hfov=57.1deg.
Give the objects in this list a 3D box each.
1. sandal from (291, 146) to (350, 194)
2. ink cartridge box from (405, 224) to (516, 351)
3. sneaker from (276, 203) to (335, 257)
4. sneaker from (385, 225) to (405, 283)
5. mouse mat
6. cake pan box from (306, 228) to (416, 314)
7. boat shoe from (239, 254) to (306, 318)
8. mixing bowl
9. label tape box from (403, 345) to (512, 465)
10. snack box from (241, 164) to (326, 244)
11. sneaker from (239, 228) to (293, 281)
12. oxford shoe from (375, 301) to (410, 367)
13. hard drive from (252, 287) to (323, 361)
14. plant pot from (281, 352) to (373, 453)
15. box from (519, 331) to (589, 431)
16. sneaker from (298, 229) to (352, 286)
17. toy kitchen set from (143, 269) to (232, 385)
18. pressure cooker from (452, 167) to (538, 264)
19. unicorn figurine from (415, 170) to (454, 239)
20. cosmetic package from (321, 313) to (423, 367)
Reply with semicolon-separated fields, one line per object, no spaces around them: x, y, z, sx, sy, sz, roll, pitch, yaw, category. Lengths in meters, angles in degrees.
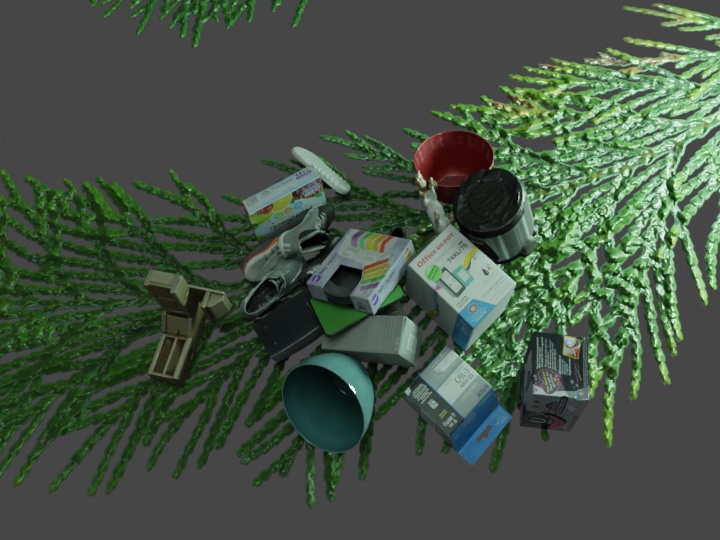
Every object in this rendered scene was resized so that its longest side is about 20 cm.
-0.113;-0.251;1.719;0.202;0.082;0.051;41;115;21;sandal
0.216;0.039;1.474;0.146;0.147;0.200;-41;70;-16;ink cartridge box
-0.098;-0.091;1.574;0.113;0.077;0.200;5;38;43;sneaker
0.067;-0.019;1.541;0.072;0.086;0.205;11;53;-8;sneaker
-0.010;0.059;1.448;0.196;0.008;0.162;-26;34;-6;mouse mat
0.000;0.000;1.461;0.180;0.053;0.201;12;50;38;cake pan box
-0.199;0.038;1.552;0.200;0.071;0.070;-44;97;-12;boat shoe
0.231;-0.238;1.639;0.193;0.110;0.204;-6;49;6;mixing bowl
0.207;0.282;1.399;0.143;0.067;0.199;-42;64;-16;label tape box
-0.181;-0.155;1.623;0.196;0.143;0.054;-29;61;-10;snack box
-0.215;-0.054;1.615;0.197;0.079;0.081;-33;39;-25;sneaker
0.078;0.121;1.502;0.073;0.058;0.204;-21;61;-4;oxford shoe
-0.138;0.117;1.509;0.197;0.043;0.135;-34;42;-10;hard drive
-0.048;0.255;1.386;0.196;0.205;0.134;26;31;18;plant pot
0.385;0.229;1.333;0.111;0.202;0.136;4;61;9;box
-0.073;-0.034;1.596;0.197;0.067;0.091;-30;60;-15;sneaker
-0.388;0.133;1.456;0.158;0.202;0.185;9;62;11;toy kitchen set
0.314;-0.113;1.522;0.173;0.200;0.181;-12;62;17;pressure cooker
0.175;-0.123;1.551;0.071;0.138;0.207;-8;75;0;unicorn figurine
0.024;0.149;1.425;0.195;0.107;0.093;4;72;29;cosmetic package
